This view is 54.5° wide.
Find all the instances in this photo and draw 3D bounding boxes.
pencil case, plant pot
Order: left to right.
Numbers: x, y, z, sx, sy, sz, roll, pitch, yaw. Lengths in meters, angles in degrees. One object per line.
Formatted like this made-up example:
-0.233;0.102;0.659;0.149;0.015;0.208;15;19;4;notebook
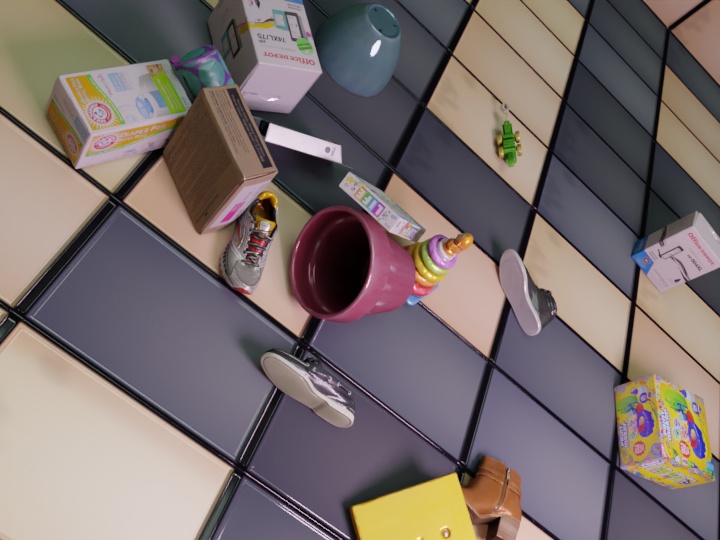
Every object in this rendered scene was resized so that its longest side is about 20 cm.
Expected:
-0.251;-0.291;1.233;0.086;0.091;0.202;-56;136;-39;pencil case
0.000;0.000;1.270;0.178;0.198;0.204;15;57;-49;plant pot
0.016;-0.516;1.571;0.197;0.134;0.204;17;58;-30;plant pot

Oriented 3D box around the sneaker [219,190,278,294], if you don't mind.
-0.188;-0.054;1.211;0.077;0.082;0.203;21;57;-27;sneaker

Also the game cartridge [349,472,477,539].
0.096;0.452;1.163;0.196;0.032;0.179;-12;74;-17;game cartridge

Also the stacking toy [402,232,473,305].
0.149;-0.026;1.375;0.115;0.199;0.111;-30;87;-41;stacking toy

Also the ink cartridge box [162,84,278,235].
-0.237;-0.179;1.159;0.074;0.199;0.167;-20;81;-40;ink cartridge box

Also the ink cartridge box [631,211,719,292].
0.890;-0.050;1.955;0.146;0.199;0.084;48;48;-6;ink cartridge box

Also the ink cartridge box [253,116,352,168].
-0.112;-0.250;1.363;0.197;0.099;0.040;13;101;-34;ink cartridge box

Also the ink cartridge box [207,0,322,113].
-0.189;-0.435;1.364;0.145;0.146;0.203;-4;70;-38;ink cartridge box

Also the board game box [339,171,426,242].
0.047;-0.119;1.360;0.134;0.034;0.200;44;10;17;board game box

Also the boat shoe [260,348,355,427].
-0.081;0.183;1.178;0.198;0.074;0.067;38;47;-16;boat shoe

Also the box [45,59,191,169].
-0.391;-0.259;1.148;0.199;0.101;0.114;-25;83;-42;box

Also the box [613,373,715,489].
0.713;0.383;1.651;0.190;0.122;0.203;24;55;-24;box

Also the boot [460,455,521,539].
0.219;0.406;1.304;0.199;0.074;0.156;40;42;-13;boot

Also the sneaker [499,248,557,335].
0.388;0.042;1.616;0.098;0.070;0.203;-14;83;-43;sneaker

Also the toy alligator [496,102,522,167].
0.386;-0.342;1.824;0.054;0.058;0.203;62;24;-58;toy alligator
